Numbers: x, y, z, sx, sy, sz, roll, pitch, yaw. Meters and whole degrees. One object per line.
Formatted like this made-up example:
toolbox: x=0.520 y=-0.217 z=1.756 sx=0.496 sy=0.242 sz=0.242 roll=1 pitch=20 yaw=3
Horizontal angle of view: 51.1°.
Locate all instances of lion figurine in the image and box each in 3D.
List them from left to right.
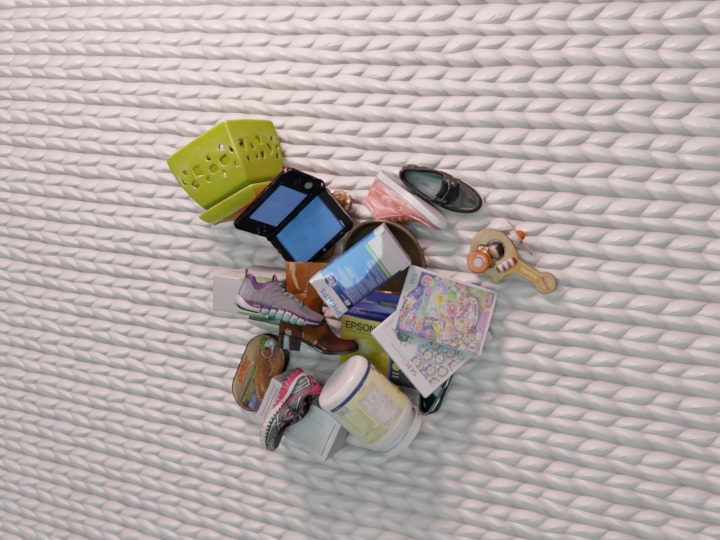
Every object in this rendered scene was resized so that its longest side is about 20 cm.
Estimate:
lion figurine: x=-0.084 y=-0.093 z=1.734 sx=0.121 sy=0.073 sz=0.202 roll=9 pitch=113 yaw=8

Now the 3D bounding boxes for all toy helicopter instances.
toy helicopter: x=0.325 y=-0.022 z=1.576 sx=0.199 sy=0.079 sz=0.133 roll=31 pitch=97 yaw=6

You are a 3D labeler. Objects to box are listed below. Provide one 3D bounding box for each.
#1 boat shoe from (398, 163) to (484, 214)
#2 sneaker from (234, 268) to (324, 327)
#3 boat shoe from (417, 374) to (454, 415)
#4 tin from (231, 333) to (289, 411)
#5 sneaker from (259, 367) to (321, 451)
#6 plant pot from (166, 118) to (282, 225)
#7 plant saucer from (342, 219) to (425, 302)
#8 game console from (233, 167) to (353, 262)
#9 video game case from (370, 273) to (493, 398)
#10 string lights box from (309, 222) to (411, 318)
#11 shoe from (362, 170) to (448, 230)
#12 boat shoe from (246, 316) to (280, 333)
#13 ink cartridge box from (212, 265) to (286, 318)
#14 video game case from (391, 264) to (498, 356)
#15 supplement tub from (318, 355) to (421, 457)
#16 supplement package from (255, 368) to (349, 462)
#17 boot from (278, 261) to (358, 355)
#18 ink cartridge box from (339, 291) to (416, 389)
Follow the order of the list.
boat shoe: x=0.168 y=-0.177 z=1.616 sx=0.199 sy=0.066 sz=0.075 roll=32 pitch=105 yaw=16
sneaker: x=-0.161 y=0.060 z=1.585 sx=0.199 sy=0.074 sz=0.088 roll=17 pitch=90 yaw=-19
boat shoe: x=0.167 y=0.223 z=1.656 sx=0.074 sy=0.062 sz=0.201 roll=23 pitch=103 yaw=19
tin: x=-0.245 y=0.248 z=1.841 sx=0.111 sy=0.042 sz=0.201 roll=28 pitch=104 yaw=14
sneaker: x=-0.160 y=0.318 z=1.670 sx=0.074 sy=0.081 sz=0.201 roll=30 pitch=105 yaw=15
plant pot: x=-0.288 y=-0.221 z=1.727 sx=0.199 sy=0.199 sz=0.183 roll=-24 pitch=89 yaw=28
plant saucer: x=0.054 y=-0.023 z=1.668 sx=0.199 sy=0.029 sz=0.202 roll=11 pitch=118 yaw=21
game console: x=-0.149 y=-0.105 z=1.656 sx=0.200 sy=0.172 sz=0.119 roll=-41 pitch=56 yaw=25
video game case: x=0.154 y=0.139 z=1.619 sx=0.200 sy=0.024 sz=0.182 roll=-40 pitch=85 yaw=-9
string lights box: x=0.000 y=0.000 z=1.607 sx=0.199 sy=0.059 sz=0.103 roll=-36 pitch=97 yaw=10
shoe: x=0.095 y=-0.128 z=1.652 sx=0.200 sy=0.071 sz=0.091 roll=40 pitch=110 yaw=19
boat shoe: x=-0.177 y=0.115 z=1.793 sx=0.198 sy=0.073 sz=0.062 roll=5 pitch=73 yaw=23
ink cartridge box: x=-0.225 y=0.045 z=1.727 sx=0.144 sy=0.200 sz=0.088 roll=6 pitch=101 yaw=20
video game case: x=0.180 y=0.085 z=1.606 sx=0.199 sy=0.018 sz=0.144 roll=17 pitch=83 yaw=0
supplement tub: x=0.023 y=0.300 z=1.652 sx=0.200 sy=0.145 sz=0.145 roll=43 pitch=110 yaw=-13
supplement package: x=-0.123 y=0.334 z=1.759 sx=0.199 sy=0.109 sz=0.114 roll=30 pitch=105 yaw=17
boot: x=-0.085 y=0.084 z=1.677 sx=0.187 sy=0.068 sz=0.202 roll=8 pitch=86 yaw=-4
ink cartridge box: x=0.050 y=0.153 z=1.694 sx=0.196 sy=0.047 sz=0.202 roll=9 pitch=109 yaw=22
